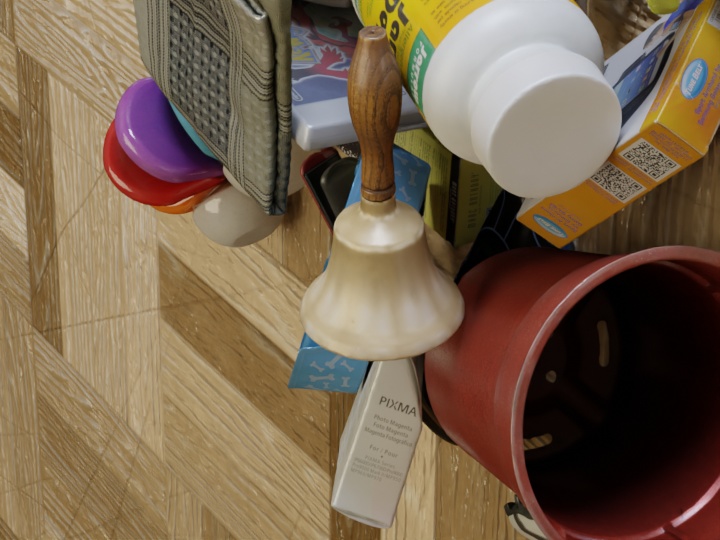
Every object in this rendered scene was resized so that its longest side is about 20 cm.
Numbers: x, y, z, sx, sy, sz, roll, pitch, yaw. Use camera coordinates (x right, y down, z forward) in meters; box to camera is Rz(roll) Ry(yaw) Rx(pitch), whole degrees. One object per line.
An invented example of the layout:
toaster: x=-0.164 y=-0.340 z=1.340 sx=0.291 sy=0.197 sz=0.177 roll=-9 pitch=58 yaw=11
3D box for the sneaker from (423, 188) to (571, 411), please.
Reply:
sneaker: x=0.092 y=0.021 z=1.610 sx=0.070 sy=0.078 sz=0.201 roll=47 pitch=142 yaw=43

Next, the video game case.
video game case: x=-0.007 y=-0.155 z=1.597 sx=0.200 sy=0.181 sz=0.023 roll=47 pitch=139 yaw=43

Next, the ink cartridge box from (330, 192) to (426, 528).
ink cartridge box: x=0.032 y=0.056 z=1.575 sx=0.163 sy=0.057 sz=0.201 roll=-80 pitch=12 yaw=-78

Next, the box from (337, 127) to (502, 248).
box: x=0.037 y=-0.097 z=1.688 sx=0.200 sy=0.050 sz=0.076 roll=41 pitch=138 yaw=47

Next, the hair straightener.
hair straightener: x=0.017 y=0.004 z=1.740 sx=0.077 sy=0.041 sz=0.201 roll=25 pitch=140 yaw=61

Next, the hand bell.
hand bell: x=0.009 y=-0.056 z=1.386 sx=0.104 sy=0.104 sz=0.201 roll=43 pitch=146 yaw=46

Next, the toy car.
toy car: x=-0.135 y=-0.116 z=1.892 sx=0.176 sy=0.149 sz=0.200 roll=67 pitch=152 yaw=16

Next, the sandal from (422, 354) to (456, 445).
sandal: x=0.044 y=0.044 z=1.699 sx=0.082 sy=0.054 sz=0.201 roll=-86 pitch=-29 yaw=-68

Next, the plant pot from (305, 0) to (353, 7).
plant pot: x=-0.019 y=-0.260 z=1.587 sx=0.135 sy=0.200 sz=0.200 roll=50 pitch=149 yaw=5

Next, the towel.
towel: x=-0.103 y=-0.159 z=1.527 sx=0.193 sy=0.034 sz=0.201 roll=51 pitch=152 yaw=37

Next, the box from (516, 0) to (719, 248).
box: x=0.162 y=-0.091 z=1.388 sx=0.041 sy=0.119 sz=0.200 roll=34 pitch=152 yaw=-12

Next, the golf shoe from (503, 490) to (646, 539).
golf shoe: x=0.164 y=0.187 z=1.557 sx=0.200 sy=0.077 sz=0.095 roll=-7 pitch=97 yaw=64

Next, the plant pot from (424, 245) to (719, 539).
plant pot: x=0.142 y=0.071 z=1.436 sx=0.195 sy=0.200 sz=0.202 roll=-158 pitch=57 yaw=-66

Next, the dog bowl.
dog bowl: x=0.000 y=0.000 z=1.577 sx=0.112 sy=0.049 sz=0.201 roll=-74 pitch=1 yaw=-55

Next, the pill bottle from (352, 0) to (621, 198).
pill bottle: x=0.076 y=-0.132 z=1.365 sx=0.200 sy=0.112 sz=0.113 roll=-120 pitch=29 yaw=-47

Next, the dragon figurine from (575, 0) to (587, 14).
dragon figurine: x=0.128 y=-0.218 z=1.446 sx=0.100 sy=0.059 sz=0.201 roll=52 pitch=144 yaw=38

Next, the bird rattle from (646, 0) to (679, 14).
bird rattle: x=0.229 y=-0.213 z=1.249 sx=0.163 sy=0.113 sz=0.200 roll=47 pitch=122 yaw=11
